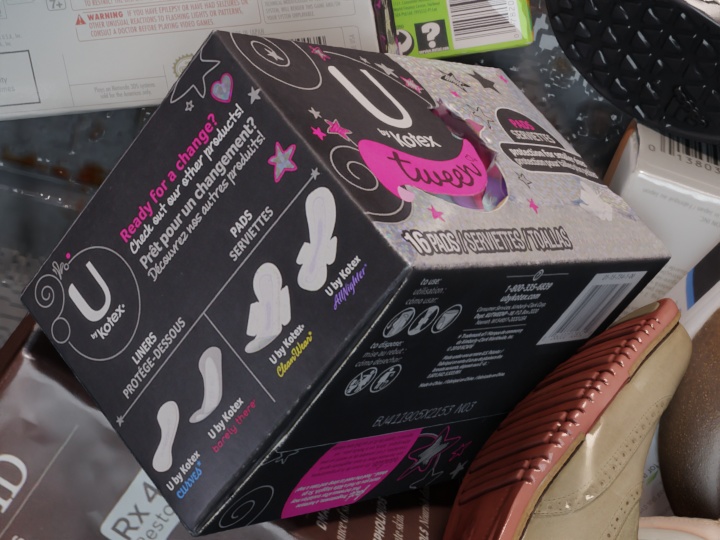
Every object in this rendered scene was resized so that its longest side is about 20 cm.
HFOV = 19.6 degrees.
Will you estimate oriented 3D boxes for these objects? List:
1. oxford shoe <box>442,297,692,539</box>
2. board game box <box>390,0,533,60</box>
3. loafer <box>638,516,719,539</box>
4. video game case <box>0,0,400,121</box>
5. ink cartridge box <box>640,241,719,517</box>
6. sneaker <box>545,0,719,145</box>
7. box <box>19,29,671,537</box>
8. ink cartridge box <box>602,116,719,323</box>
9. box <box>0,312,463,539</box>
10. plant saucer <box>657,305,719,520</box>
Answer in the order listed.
[{"bbox_3d":[0.072,0.098,0.753,0.075,0.070,0.200,41,67,-8],"label":"oxford shoe"},{"bbox_3d":[0.006,-0.179,0.804,0.095,0.030,0.202,-8,111,8],"label":"board game box"},{"bbox_3d":[0.082,0.133,0.839,0.200,0.063,0.072,-32,99,42],"label":"loafer"},{"bbox_3d":[-0.094,-0.152,0.798,0.198,0.036,0.183,-5,110,14],"label":"video game case"},{"bbox_3d":[0.191,0.078,0.841,0.199,0.047,0.198,33,120,-17],"label":"ink cartridge box"},{"bbox_3d":[0.170,-0.091,0.813,0.199,0.083,0.072,22,142,14],"label":"sneaker"},{"bbox_3d":[0.000,0.000,0.758,0.115,0.199,0.132,49,115,21],"label":"box"},{"bbox_3d":[0.153,0.049,0.880,0.161,0.050,0.201,19,127,-5],"label":"ink cartridge box"},{"bbox_3d":[-0.080,0.119,0.839,0.199,0.164,0.166,34,107,-9],"label":"box"},{"bbox_3d":[0.214,0.073,0.793,0.198,0.032,0.202,2,122,4],"label":"plant saucer"}]
